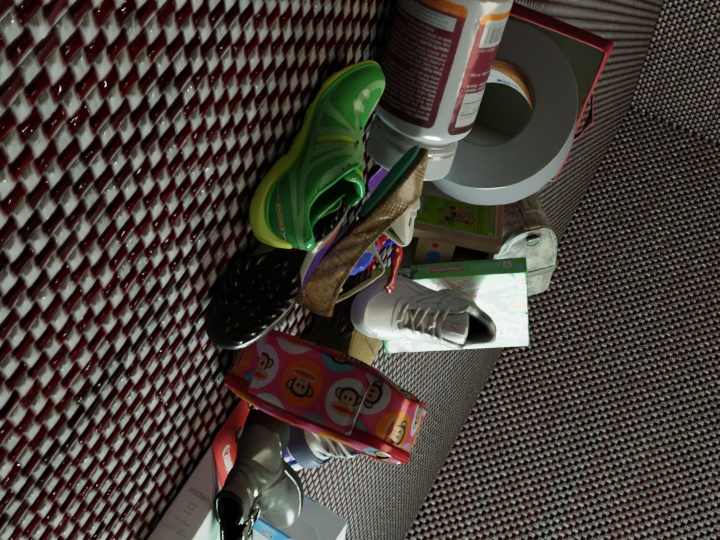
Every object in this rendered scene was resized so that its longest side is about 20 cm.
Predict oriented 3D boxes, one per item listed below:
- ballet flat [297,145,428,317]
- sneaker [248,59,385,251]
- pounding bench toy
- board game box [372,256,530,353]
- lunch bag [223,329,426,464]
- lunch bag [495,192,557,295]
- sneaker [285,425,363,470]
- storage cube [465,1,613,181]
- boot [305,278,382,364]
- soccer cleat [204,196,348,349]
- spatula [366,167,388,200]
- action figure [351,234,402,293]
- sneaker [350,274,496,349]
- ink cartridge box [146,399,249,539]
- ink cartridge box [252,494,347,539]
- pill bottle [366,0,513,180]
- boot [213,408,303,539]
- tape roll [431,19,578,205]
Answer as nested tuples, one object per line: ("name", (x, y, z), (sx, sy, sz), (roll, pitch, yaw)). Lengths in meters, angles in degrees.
("ballet flat", (0.012, -0.034, 1.016), (0.200, 0.065, 0.071), (-46, -171, 3))
("sneaker", (-0.024, -0.099, 0.922), (0.202, 0.082, 0.074), (-61, 164, -18))
("pounding bench toy", (0.118, -0.053, 1.391), (0.202, 0.122, 0.158), (-80, -178, -47))
("board game box", (0.121, 0.048, 1.322), (0.029, 0.195, 0.136), (-85, 168, -48))
("lunch bag", (-0.031, 0.129, 1.043), (0.083, 0.197, 0.176), (-66, 165, -8))
("lunch bag", (0.224, -0.079, 1.585), (0.169, 0.136, 0.203), (99, -22, -51))
("sneaker", (-0.046, 0.208, 1.228), (0.145, 0.082, 0.200), (-29, -174, -6))
("storage cube", (0.214, -0.239, 1.309), (0.180, 0.197, 0.174), (-43, 154, -67))
("boot", (-0.024, 0.111, 1.295), (0.177, 0.065, 0.200), (-62, 166, -11))
("soccer cleat", (-0.076, 0.000, 0.948), (0.201, 0.067, 0.073), (-57, 175, -27))
("spatula", (-0.001, -0.055, 1.190), (0.202, 0.020, 0.057), (-60, 159, -14))
("action figure", (0.000, 0.000, 1.140), (0.200, 0.064, 0.101), (-41, 137, -41))
("sneaker", (0.083, 0.054, 1.209), (0.197, 0.099, 0.080), (3, 100, -32))
("ink cartridge box", (-0.157, 0.259, 1.108), (0.201, 0.049, 0.162), (-54, 162, -28))
("ink cartridge box", (-0.088, 0.394, 1.419), (0.068, 0.115, 0.202), (-50, 160, -37))
("pill bottle", (0.075, -0.204, 1.037), (0.114, 0.113, 0.203), (-41, 153, -55))
("boot", (-0.119, 0.257, 1.106), (0.202, 0.066, 0.132), (84, 22, -45))
("tape roll", (0.147, -0.180, 1.157), (0.203, 0.198, 0.066), (-62, 165, -7))
